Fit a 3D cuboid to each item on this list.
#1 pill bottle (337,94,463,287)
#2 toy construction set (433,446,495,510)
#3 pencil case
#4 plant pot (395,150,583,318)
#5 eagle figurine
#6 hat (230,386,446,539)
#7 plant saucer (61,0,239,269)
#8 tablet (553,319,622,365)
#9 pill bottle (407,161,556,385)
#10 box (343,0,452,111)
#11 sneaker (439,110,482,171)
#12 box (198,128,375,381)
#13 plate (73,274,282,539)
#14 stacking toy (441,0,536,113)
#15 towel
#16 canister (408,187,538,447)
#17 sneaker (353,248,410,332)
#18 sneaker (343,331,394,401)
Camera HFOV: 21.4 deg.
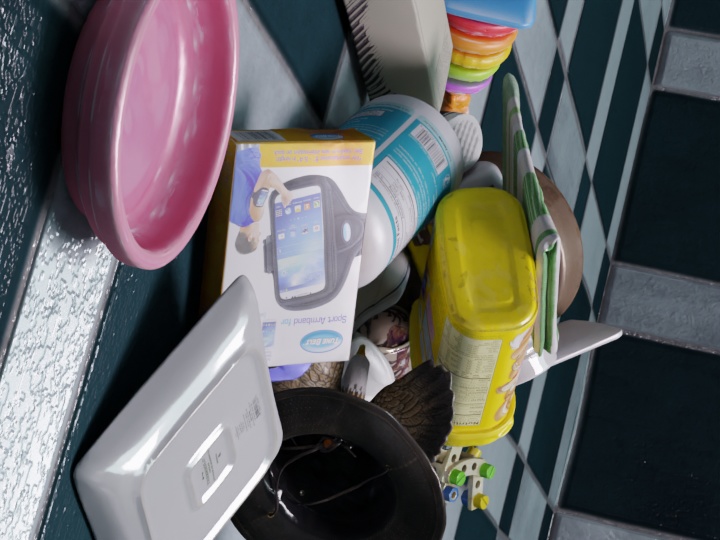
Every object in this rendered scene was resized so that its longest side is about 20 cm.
[{"bbox_3d":[-0.003,-0.057,1.569,0.200,0.110,0.111,-45,145,-47],"label":"pill bottle"},{"bbox_3d":[0.121,0.181,2.297,0.131,0.092,0.202,24,68,-50],"label":"toy construction set"},{"bbox_3d":[0.019,0.122,1.886,0.090,0.077,0.201,-75,168,-51],"label":"pencil case"},{"bbox_3d":[0.104,-0.003,1.953,0.174,0.199,0.202,-30,132,-50],"label":"plant pot"},{"bbox_3d":[-0.014,0.124,1.643,0.200,0.151,0.152,115,-39,-69],"label":"eagle figurine"},{"bbox_3d":[-0.022,0.162,1.557,0.081,0.199,0.202,-76,170,-59],"label":"hat"},{"bbox_3d":[-0.132,-0.103,1.187,0.200,0.050,0.202,12,90,-75],"label":"plant saucer"},{"bbox_3d":[0.152,0.090,1.913,0.130,0.199,0.014,9,-61,71],"label":"tablet"},{"bbox_3d":[0.114,0.007,1.804,0.201,0.109,0.109,66,24,-12],"label":"pill bottle"},{"bbox_3d":[0.034,-0.223,1.692,0.200,0.068,0.083,72,27,-61],"label":"box"},{"bbox_3d":[0.021,-0.097,1.746,0.199,0.079,0.079,-21,112,-44],"label":"sneaker"},{"bbox_3d":[-0.058,-0.005,1.435,0.118,0.041,0.202,-3,108,-29],"label":"box"},{"bbox_3d":[-0.117,0.134,1.367,0.200,0.032,0.200,-51,151,-31],"label":"plate"},{"bbox_3d":[0.108,-0.223,1.957,0.117,0.109,0.201,-80,-177,-47],"label":"stacking toy"},{"bbox_3d":[0.146,-0.047,1.648,0.153,0.023,0.201,84,-1,-47],"label":"towel"},{"bbox_3d":[0.096,0.041,1.632,0.200,0.086,0.150,98,-12,-58],"label":"canister"},{"bbox_3d":[0.000,0.000,1.725,0.200,0.073,0.071,-51,157,-59],"label":"sneaker"},{"bbox_3d":[-0.013,0.145,1.805,0.080,0.070,0.201,-49,147,-45],"label":"sneaker"}]
